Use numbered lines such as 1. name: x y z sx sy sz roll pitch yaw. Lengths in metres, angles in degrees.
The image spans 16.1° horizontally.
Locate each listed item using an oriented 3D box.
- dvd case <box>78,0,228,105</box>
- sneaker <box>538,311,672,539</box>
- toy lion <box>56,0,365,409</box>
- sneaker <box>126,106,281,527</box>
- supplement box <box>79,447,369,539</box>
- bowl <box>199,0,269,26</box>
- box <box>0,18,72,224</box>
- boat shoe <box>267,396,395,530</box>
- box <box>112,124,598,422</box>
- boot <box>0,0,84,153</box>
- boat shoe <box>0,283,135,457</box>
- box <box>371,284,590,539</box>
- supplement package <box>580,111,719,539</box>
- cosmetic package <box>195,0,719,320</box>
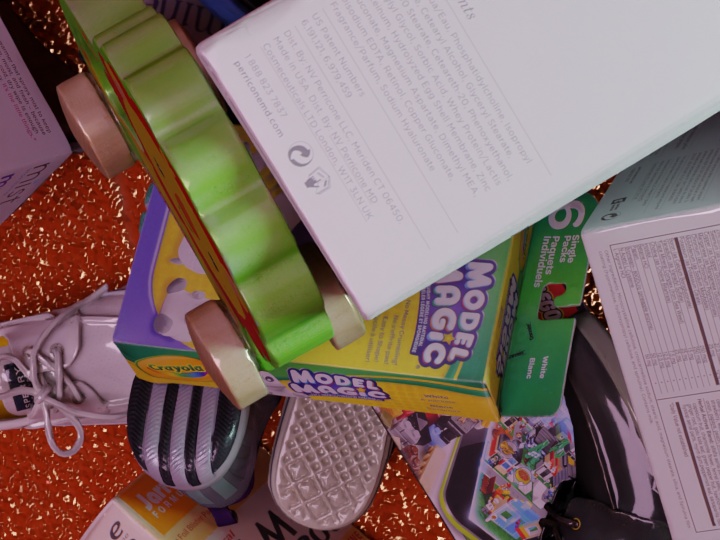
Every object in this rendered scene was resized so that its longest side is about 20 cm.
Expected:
1. dvd case: -0.031 -0.168 1.130 0.142 0.018 0.200 15 100 -16
2. sneaker: 0.094 0.125 1.128 0.106 0.075 0.201 -17 95 1
3. toy lion: -0.067 -0.043 1.008 0.069 0.192 0.200 -29 66 -5
4. sneaker: -0.066 0.018 1.211 0.074 0.088 0.200 5 66 16
5. supplement box: -0.037 0.175 1.238 0.200 0.126 0.074 40 117 5
6. bowl: 0.005 -0.185 1.104 0.200 0.039 0.201 -3 103 -12
7. box: -0.259 -0.098 1.151 0.097 0.176 0.200 -39 79 41
8. boat shoe: 0.006 0.025 1.211 0.074 0.062 0.200 18 98 -3
9. box: 0.000 0.000 1.128 0.199 0.048 0.118 6 66 15
10. boot: -0.177 -0.163 1.227 0.186 0.064 0.201 10 105 21
11. boat shoe: -0.159 0.051 1.270 0.201 0.086 0.075 -5 104 23
12. box: 0.092 0.100 1.180 0.110 0.035 0.200 -32 100 0
13. supplement package: 0.221 0.006 1.064 0.200 0.152 0.151 -11 108 24
14. cosmetic package: 0.053 -0.087 0.998 0.200 0.199 0.123 -33 94 1
